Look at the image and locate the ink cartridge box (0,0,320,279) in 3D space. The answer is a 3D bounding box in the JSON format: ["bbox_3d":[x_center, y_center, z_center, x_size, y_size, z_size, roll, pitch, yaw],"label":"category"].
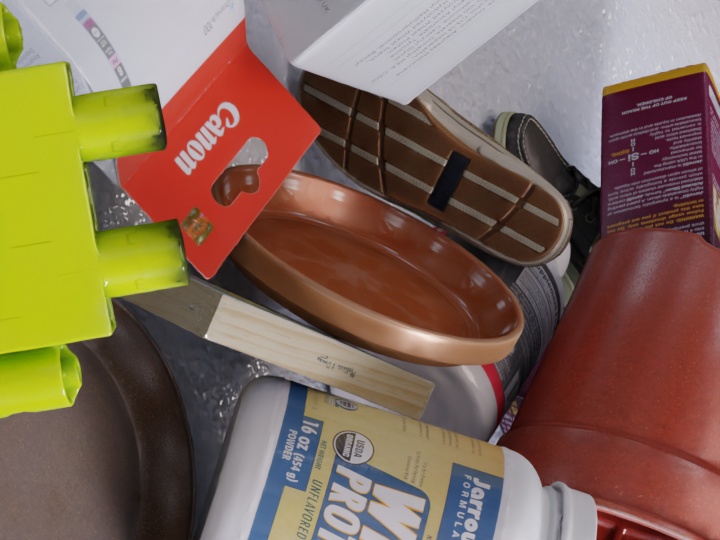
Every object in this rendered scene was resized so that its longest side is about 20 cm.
[{"bbox_3d":[-0.105,-0.120,1.073,0.200,0.057,0.163,44,42,-9],"label":"ink cartridge box"}]

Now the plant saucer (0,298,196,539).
[{"bbox_3d":[-0.156,0.105,1.011,0.200,0.032,0.201,21,64,-53],"label":"plant saucer"}]

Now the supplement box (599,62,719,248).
[{"bbox_3d":[0.233,-0.042,1.473,0.200,0.085,0.110,-82,152,-43],"label":"supplement box"}]

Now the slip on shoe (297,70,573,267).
[{"bbox_3d":[0.049,-0.071,1.265,0.076,0.200,0.061,-61,169,8],"label":"slip on shoe"}]

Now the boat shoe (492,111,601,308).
[{"bbox_3d":[0.164,-0.040,1.506,0.201,0.066,0.072,61,38,-28],"label":"boat shoe"}]

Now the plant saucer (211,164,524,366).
[{"bbox_3d":[0.000,0.000,1.162,0.200,0.200,0.032,-4,125,-57],"label":"plant saucer"}]

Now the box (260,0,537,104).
[{"bbox_3d":[0.025,-0.239,1.164,0.131,0.200,0.199,12,46,-55],"label":"box"}]

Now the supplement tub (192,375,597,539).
[{"bbox_3d":[0.013,0.150,1.077,0.145,0.199,0.145,-163,-90,-86],"label":"supplement tub"}]

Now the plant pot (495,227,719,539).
[{"bbox_3d":[0.186,0.093,1.232,0.201,0.200,0.196,43,60,-44],"label":"plant pot"}]

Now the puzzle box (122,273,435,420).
[{"bbox_3d":[-0.064,0.028,1.084,0.200,0.133,0.025,26,88,-51],"label":"puzzle box"}]

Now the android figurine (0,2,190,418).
[{"bbox_3d":[-0.179,-0.022,0.874,0.041,0.199,0.183,-112,-169,-84],"label":"android figurine"}]

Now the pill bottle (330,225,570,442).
[{"bbox_3d":[0.068,0.032,1.300,0.200,0.110,0.111,-53,126,-49],"label":"pill bottle"}]

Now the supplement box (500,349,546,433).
[{"bbox_3d":[0.190,0.151,1.415,0.103,0.131,0.200,-30,113,-18],"label":"supplement box"}]
